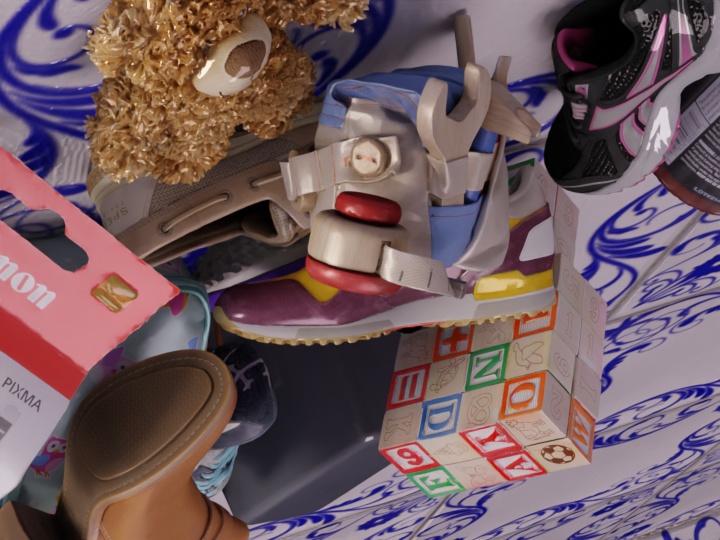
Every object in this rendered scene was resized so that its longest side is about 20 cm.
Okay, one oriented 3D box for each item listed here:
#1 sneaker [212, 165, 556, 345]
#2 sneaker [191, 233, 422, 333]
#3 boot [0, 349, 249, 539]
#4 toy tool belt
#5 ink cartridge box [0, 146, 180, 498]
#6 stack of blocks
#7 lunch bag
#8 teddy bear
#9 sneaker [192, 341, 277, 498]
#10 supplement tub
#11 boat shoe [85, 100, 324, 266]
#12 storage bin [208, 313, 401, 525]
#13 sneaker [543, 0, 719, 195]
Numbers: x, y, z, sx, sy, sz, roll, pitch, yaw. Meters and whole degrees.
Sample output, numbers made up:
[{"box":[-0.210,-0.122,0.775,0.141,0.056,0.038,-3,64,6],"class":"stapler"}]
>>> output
[{"box":[0.012,-0.011,1.069,0.198,0.091,0.075,-7,-174,-15],"class":"sneaker"},{"box":[0.000,0.000,1.137,0.199,0.100,0.070,-22,-156,0],"class":"sneaker"},{"box":[-0.109,0.133,1.094,0.200,0.074,0.154,-41,141,18],"class":"boot"},{"box":[0.023,-0.064,0.933,0.124,0.124,0.200,14,-169,11],"class":"toy tool belt"},{"box":[-0.210,0.040,0.930,0.200,0.050,0.161,-38,124,17],"class":"ink cartridge box"},{"box":[0.088,0.031,1.168,0.115,0.201,0.059,-17,135,32],"class":"stack of blocks"},{"box":[-0.176,0.075,1.102,0.159,0.077,0.201,-10,132,-32],"class":"lunch bag"},{"box":[-0.064,-0.089,0.878,0.144,0.067,0.200,-18,163,-20],"class":"teddy bear"},{"box":[-0.102,0.103,1.239,0.078,0.087,0.199,-42,-162,-28],"class":"sneaker"},{"box":[0.248,-0.119,1.100,0.106,0.108,0.200,-12,160,-27],"class":"supplement tub"},{"box":[-0.048,-0.043,1.038,0.199,0.065,0.071,-14,162,-24],"class":"boat shoe"},{"box":[-0.042,0.083,1.309,0.145,0.135,0.200,-4,155,-45],"class":"storage bin"},{"box":[0.138,-0.115,1.065,0.086,0.081,0.200,-1,148,-21],"class":"sneaker"}]
